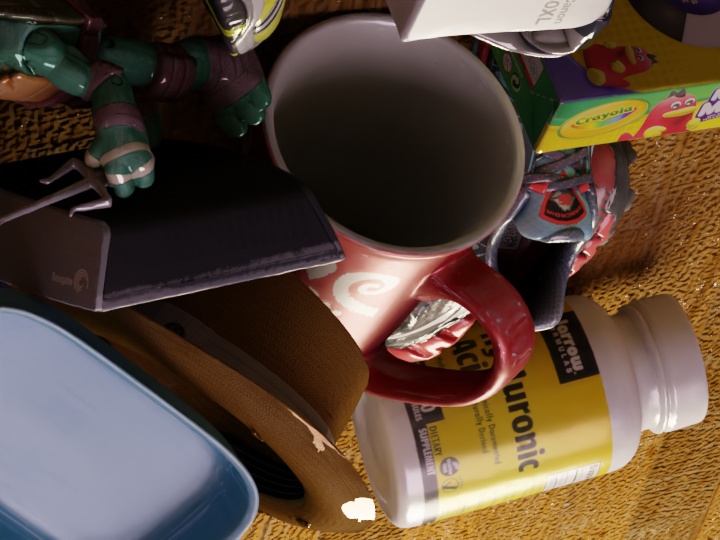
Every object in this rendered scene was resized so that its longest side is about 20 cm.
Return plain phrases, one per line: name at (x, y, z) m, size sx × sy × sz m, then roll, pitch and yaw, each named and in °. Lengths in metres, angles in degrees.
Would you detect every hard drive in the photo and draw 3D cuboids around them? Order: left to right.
hard drive at (-0.106, -0.025, 1.329) m, size 0.135 × 0.042 × 0.200 m, roll -12°, pitch -166°, yaw -26°

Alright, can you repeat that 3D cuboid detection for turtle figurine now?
turtle figurine at (-0.140, -0.079, 1.275) m, size 0.150 × 0.101 × 0.200 m, roll 17°, pitch -166°, yaw 36°

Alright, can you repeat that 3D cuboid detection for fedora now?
fedora at (-0.061, 0.041, 1.381) m, size 0.082 × 0.200 × 0.201 m, roll -53°, pitch 161°, yaw -19°

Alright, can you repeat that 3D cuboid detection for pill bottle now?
pill bottle at (0.101, 0.077, 1.748) m, size 0.200 × 0.111 × 0.111 m, roll -15°, pitch 154°, yaw -12°

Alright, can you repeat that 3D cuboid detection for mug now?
mug at (-0.011, -0.001, 1.456) m, size 0.133 × 0.178 × 0.200 m, roll -4°, pitch 155°, yaw -24°

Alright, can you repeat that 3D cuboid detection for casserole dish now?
casserole dish at (-0.137, 0.079, 1.308) m, size 0.121 × 0.039 × 0.200 m, roll -40°, pitch 119°, yaw 20°

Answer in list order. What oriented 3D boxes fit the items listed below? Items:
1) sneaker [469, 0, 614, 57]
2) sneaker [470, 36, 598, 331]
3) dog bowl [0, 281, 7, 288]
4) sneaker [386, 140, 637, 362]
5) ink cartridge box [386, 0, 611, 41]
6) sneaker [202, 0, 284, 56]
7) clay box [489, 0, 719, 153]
sneaker at (0.104, -0.164, 1.245) m, size 0.202 × 0.146 × 0.077 m, roll -10°, pitch 151°, yaw -23°
sneaker at (0.098, -0.055, 1.462) m, size 0.079 × 0.096 × 0.200 m, roll -4°, pitch 127°, yaw -18°
dog bowl at (-0.270, 0.047, 1.465) m, size 0.200 × 0.079 × 0.200 m, roll -16°, pitch 154°, yaw -8°
sneaker at (0.058, -0.016, 1.581) m, size 0.200 × 0.071 × 0.098 m, roll -34°, pitch 153°, yaw 29°
ink cartridge box at (0.038, -0.204, 1.055) m, size 0.083 × 0.200 × 0.145 m, roll -9°, pitch 152°, yaw -22°
sneaker at (-0.042, -0.156, 1.240) m, size 0.076 × 0.075 × 0.200 m, roll -27°, pitch 162°, yaw -10°
clay box at (0.158, -0.125, 1.390) m, size 0.200 × 0.115 × 0.048 m, roll -10°, pitch 152°, yaw -21°
